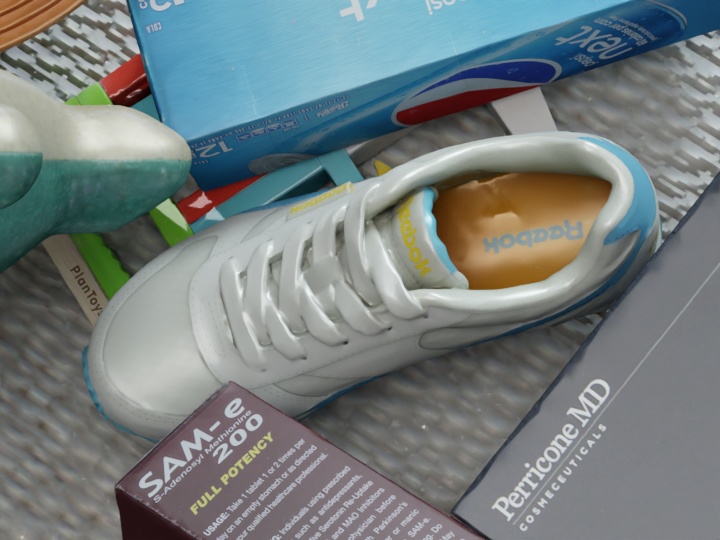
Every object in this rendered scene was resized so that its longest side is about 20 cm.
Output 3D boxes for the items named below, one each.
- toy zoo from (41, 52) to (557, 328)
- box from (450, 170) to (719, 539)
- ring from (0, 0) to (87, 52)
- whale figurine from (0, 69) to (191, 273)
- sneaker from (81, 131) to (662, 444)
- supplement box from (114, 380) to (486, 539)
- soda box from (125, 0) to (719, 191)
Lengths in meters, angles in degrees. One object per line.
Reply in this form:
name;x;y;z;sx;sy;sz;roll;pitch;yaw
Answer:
toy zoo;-0.014;-0.042;1.002;0.200;0.020;0.131;-33;75;-1
box;0.162;0.063;0.911;0.182;0.104;0.200;39;85;13
ring;-0.151;-0.162;0.939;0.200;0.019;0.201;-2;76;6
whale figurine;-0.148;-0.016;0.880;0.159;0.200;0.104;-1;88;47
sneaker;0.000;0.000;0.938;0.199;0.081;0.077;-20;78;4
supplement box;0.018;0.131;0.891;0.200;0.109;0.061;31;54;23
soda box;0.026;-0.093;0.964;0.199;0.064;0.068;-17;76;4
